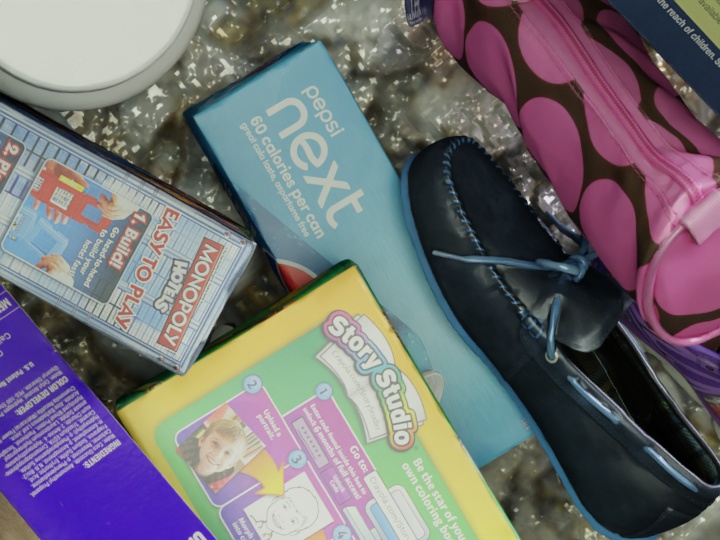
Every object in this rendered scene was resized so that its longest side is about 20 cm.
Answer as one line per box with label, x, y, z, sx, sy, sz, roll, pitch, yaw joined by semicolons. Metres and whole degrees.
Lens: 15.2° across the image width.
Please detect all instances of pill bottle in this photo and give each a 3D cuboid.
pill bottle;-0.120;-0.123;1.111;0.113;0.200;0.114;-1;95;-7

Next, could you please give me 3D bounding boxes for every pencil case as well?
pencil case;0.104;-0.066;1.144;0.090;0.094;0.200;-25;55;-14

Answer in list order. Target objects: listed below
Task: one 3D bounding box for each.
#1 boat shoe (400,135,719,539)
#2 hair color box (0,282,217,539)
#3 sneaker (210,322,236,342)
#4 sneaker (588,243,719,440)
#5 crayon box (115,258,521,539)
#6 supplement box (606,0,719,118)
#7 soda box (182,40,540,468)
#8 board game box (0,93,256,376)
boat shoe;0.095;0.021;1.178;0.068;0.084;0.200;-25;108;40
hair color box;-0.120;0.109;1.080;0.065;0.109;0.200;-37;80;-33
sneaker;-0.016;0.120;1.211;0.080;0.074;0.200;-44;88;-1
sneaker;0.184;0.047;1.225;0.200;0.083;0.081;36;90;-10
crayon box;-0.003;0.111;1.142;0.118;0.058;0.201;-31;91;-4
supplement box;0.182;-0.178;1.072;0.199;0.135;0.200;-37;131;16
soda box;0.000;0.000;1.206;0.068;0.064;0.201;-30;97;-4
board game box;-0.124;-0.025;1.088;0.199;0.200;0.062;30;91;16
